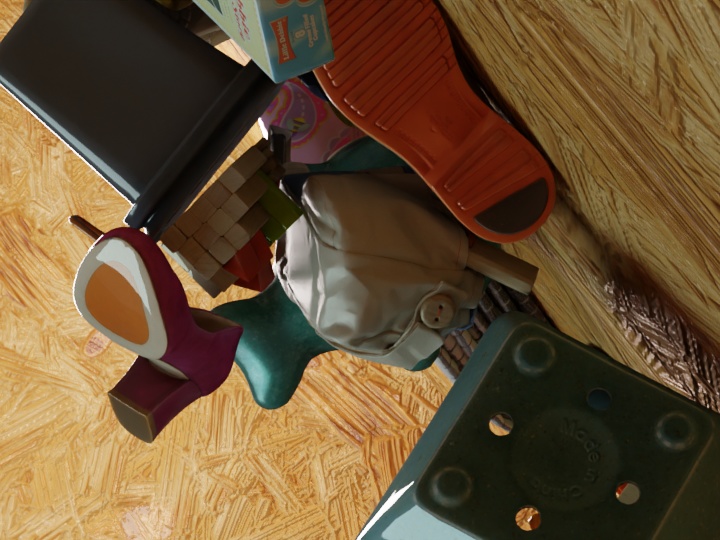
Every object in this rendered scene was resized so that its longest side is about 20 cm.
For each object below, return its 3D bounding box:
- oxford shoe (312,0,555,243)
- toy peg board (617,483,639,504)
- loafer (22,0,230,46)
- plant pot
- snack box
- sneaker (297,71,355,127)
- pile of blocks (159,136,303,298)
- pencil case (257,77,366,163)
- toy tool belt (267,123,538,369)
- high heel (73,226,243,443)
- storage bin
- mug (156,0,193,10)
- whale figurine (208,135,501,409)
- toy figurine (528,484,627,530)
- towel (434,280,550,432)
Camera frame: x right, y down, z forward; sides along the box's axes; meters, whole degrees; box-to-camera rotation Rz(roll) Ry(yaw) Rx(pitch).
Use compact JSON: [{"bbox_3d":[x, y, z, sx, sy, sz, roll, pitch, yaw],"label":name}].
[{"bbox_3d":[0.021,-0.098,1.087,0.200,0.071,0.073,52,-179,-21],"label":"oxford shoe"},{"bbox_3d":[0.213,0.258,1.306,0.098,0.199,0.200,27,-169,-50],"label":"toy peg board"},{"bbox_3d":[-0.131,-0.164,1.349,0.068,0.200,0.076,-47,64,49],"label":"loafer"},{"bbox_3d":[0.108,0.133,1.109,0.196,0.196,0.200,28,159,16],"label":"plant pot"},{"bbox_3d":[-0.068,-0.198,0.972,0.116,0.037,0.200,48,156,47],"label":"snack box"},{"bbox_3d":[-0.038,-0.160,1.174,0.082,0.074,0.200,51,176,36],"label":"sneaker"},{"bbox_3d":[-0.063,-0.023,1.169,0.062,0.082,0.200,45,175,-4],"label":"pile of blocks"},{"bbox_3d":[-0.019,-0.048,1.421,0.087,0.087,0.200,58,-162,-63],"label":"pencil case"},{"bbox_3d":[0.017,-0.019,1.189,0.200,0.123,0.125,-131,41,-66],"label":"toy tool belt"},{"bbox_3d":[-0.101,0.016,1.161,0.067,0.096,0.200,29,151,22],"label":"high heel"},{"bbox_3d":[-0.137,-0.097,1.199,0.134,0.146,0.200,38,-178,-3],"label":"storage bin"},{"bbox_3d":[-0.135,-0.243,1.203,0.153,0.149,0.187,40,-166,28],"label":"mug"},{"bbox_3d":[0.000,0.000,1.294,0.159,0.200,0.104,55,165,-11],"label":"whale figurine"},{"bbox_3d":[0.144,0.182,1.432,0.200,0.184,0.150,53,176,-35],"label":"toy figurine"},{"bbox_3d":[0.063,0.011,1.555,0.200,0.086,0.166,51,178,-28],"label":"towel"}]
